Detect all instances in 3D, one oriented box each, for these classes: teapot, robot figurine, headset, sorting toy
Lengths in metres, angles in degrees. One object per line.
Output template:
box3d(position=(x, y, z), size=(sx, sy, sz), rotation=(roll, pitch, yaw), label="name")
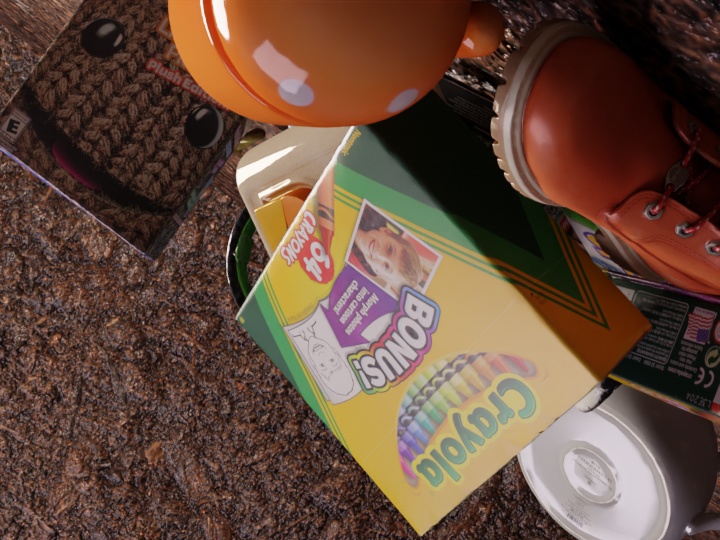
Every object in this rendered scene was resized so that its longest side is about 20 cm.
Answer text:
box3d(position=(0.248, 0.148, 1.071), size=(0.196, 0.145, 0.202), rotation=(-17, 101, 52), label="teapot")
box3d(position=(-0.024, -0.121, 0.529), size=(0.144, 0.117, 0.200), rotation=(48, 171, -18), label="robot figurine")
box3d(position=(0.000, 0.000, 0.830), size=(0.197, 0.125, 0.094), rotation=(10, 178, 9), label="headset")
box3d(position=(0.011, -0.006, 0.742), size=(0.184, 0.036, 0.202), rotation=(-20, 93, 43), label="sorting toy")

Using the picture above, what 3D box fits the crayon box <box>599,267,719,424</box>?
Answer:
box3d(position=(0.224, 0.063, 0.628), size=(0.171, 0.059, 0.200), rotation=(22, 180, -23), label="crayon box")

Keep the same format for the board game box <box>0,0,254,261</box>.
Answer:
box3d(position=(-0.179, -0.137, 0.982), size=(0.159, 0.201, 0.097), rotation=(35, 174, -4), label="board game box")

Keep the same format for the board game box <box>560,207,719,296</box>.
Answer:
box3d(position=(0.186, -0.002, 0.751), size=(0.095, 0.030, 0.200), rotation=(33, 172, 34), label="board game box")

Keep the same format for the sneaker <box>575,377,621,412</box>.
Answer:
box3d(position=(0.163, 0.041, 0.850), size=(0.085, 0.077, 0.200), rotation=(46, 173, 16), label="sneaker")

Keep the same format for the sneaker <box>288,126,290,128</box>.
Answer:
box3d(position=(-0.038, -0.054, 1.055), size=(0.202, 0.104, 0.076), rotation=(60, 175, 7), label="sneaker")

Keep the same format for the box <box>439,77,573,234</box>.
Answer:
box3d(position=(0.048, -0.094, 0.780), size=(0.199, 0.035, 0.110), rotation=(33, 174, 35), label="box")

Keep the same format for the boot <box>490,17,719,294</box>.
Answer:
box3d(position=(0.136, -0.040, 0.508), size=(0.107, 0.076, 0.199), rotation=(27, 179, 43), label="boot")

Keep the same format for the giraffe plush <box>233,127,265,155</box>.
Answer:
box3d(position=(-0.188, -0.158, 1.270), size=(0.171, 0.202, 0.161), rotation=(30, -158, 26), label="giraffe plush")

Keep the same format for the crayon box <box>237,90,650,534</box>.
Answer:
box3d(position=(0.033, 0.029, 0.655), size=(0.173, 0.058, 0.200), rotation=(49, 141, 10), label="crayon box")
